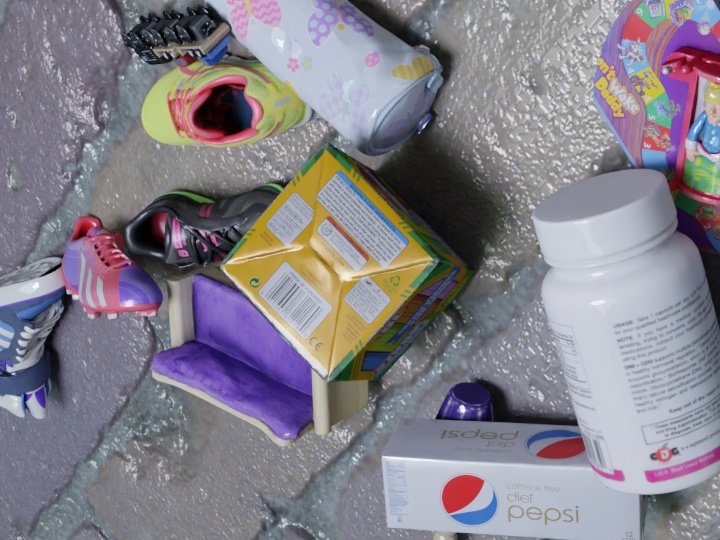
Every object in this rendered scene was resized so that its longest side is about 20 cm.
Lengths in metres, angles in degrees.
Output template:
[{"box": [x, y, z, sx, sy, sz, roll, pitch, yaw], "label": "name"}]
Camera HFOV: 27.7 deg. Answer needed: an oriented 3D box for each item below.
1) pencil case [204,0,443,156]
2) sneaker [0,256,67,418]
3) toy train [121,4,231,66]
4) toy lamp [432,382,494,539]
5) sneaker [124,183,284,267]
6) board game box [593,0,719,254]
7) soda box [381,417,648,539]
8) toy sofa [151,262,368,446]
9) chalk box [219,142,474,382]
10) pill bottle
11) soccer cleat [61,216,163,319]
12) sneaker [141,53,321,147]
[{"box": [-0.030, -0.178, 1.122, 0.200, 0.083, 0.091, 41, 109, 17], "label": "pencil case"}, {"box": [-0.335, 0.077, 1.490, 0.198, 0.080, 0.148, -16, 104, 41], "label": "sneaker"}, {"box": [-0.151, -0.188, 1.198, 0.046, 0.034, 0.199, 51, 165, -21], "label": "toy train"}, {"box": [0.076, 0.185, 1.214, 0.058, 0.058, 0.203, 25, 122, 28], "label": "toy lamp"}, {"box": [-0.126, -0.029, 1.265, 0.198, 0.083, 0.078, -3, 108, 40], "label": "sneaker"}, {"box": [0.233, -0.098, 0.970, 0.157, 0.039, 0.202, -34, 86, 43], "label": "board game box"}, {"box": [0.119, 0.159, 1.116, 0.197, 0.068, 0.065, 2, 112, 15], "label": "soda box"}, {"box": [-0.092, 0.067, 1.257, 0.199, 0.097, 0.084, 22, 123, 39], "label": "toy sofa"}, {"box": [0.000, 0.000, 1.127, 0.125, 0.200, 0.124, 44, 98, 12], "label": "chalk box"}, {"box": [0.190, 0.041, 1.009, 0.112, 0.113, 0.203, -4, 112, 40], "label": "pill bottle"}, {"box": [-0.232, -0.002, 1.339, 0.199, 0.066, 0.078, -162, 72, -64], "label": "soccer cleat"}, {"box": [-0.124, -0.137, 1.211, 0.198, 0.090, 0.079, -7, 107, 42], "label": "sneaker"}]
